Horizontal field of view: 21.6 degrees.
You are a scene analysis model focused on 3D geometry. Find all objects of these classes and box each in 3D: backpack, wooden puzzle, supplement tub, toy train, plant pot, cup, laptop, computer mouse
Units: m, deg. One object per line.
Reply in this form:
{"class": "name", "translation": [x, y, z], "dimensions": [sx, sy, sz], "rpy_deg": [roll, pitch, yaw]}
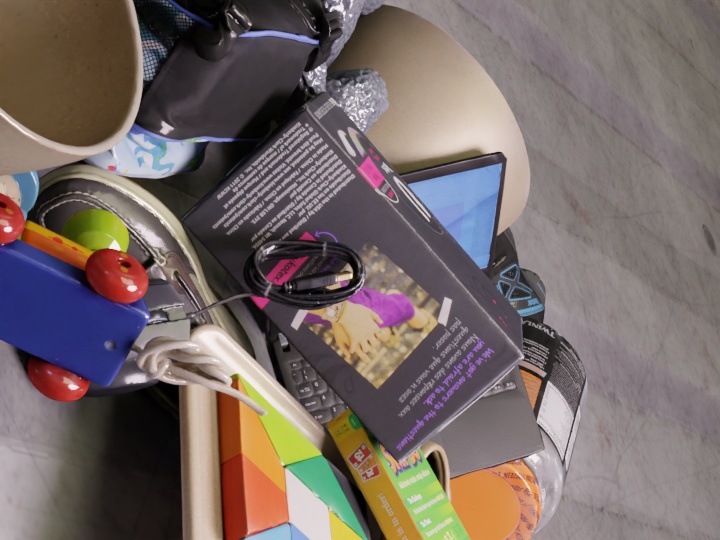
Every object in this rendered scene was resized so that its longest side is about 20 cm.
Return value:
{"class": "backpack", "translation": [-0.143, -0.153, 1.106], "dimensions": [0.200, 0.147, 0.183], "rpy_deg": [43, 18, 11]}
{"class": "wooden puzzle", "translation": [-0.038, 0.148, 1.076], "dimensions": [0.185, 0.037, 0.200], "rpy_deg": [47, 26, -34]}
{"class": "supplement tub", "translation": [0.104, 0.129, 1.454], "dimensions": [0.123, 0.122, 0.200], "rpy_deg": [61, 25, -17]}
{"class": "toy train", "translation": [-0.140, 0.010, 1.012], "dimensions": [0.199, 0.085, 0.116], "rpy_deg": [26, 25, -17]}
{"class": "plant pot", "translation": [0.004, -0.072, 1.369], "dimensions": [0.134, 0.200, 0.201], "rpy_deg": [-41, 111, -29]}
{"class": "cup", "translation": [-0.224, -0.126, 0.938], "dimensions": [0.200, 0.143, 0.201], "rpy_deg": [47, 32, -41]}
{"class": "laptop", "translation": [0.037, 0.043, 1.296], "dimensions": [0.103, 0.176, 0.201], "rpy_deg": [138, -64, -67]}
{"class": "computer mouse", "translation": [-0.091, 0.021, 1.066], "dimensions": [0.034, 0.199, 0.059], "rpy_deg": [110, -41, -69]}

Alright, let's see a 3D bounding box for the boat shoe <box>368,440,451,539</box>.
{"class": "boat shoe", "translation": [0.033, 0.209, 1.255], "dimensions": [0.074, 0.066, 0.201], "rpy_deg": [-6, 90, -49]}

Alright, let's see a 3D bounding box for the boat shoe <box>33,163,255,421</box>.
{"class": "boat shoe", "translation": [-0.124, 0.022, 1.117], "dimensions": [0.201, 0.072, 0.066], "rpy_deg": [55, 21, -37]}

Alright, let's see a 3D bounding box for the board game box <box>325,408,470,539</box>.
{"class": "board game box", "translation": [0.042, 0.164, 1.168], "dimensions": [0.201, 0.030, 0.095], "rpy_deg": [63, 14, 22]}

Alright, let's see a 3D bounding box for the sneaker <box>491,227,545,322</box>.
{"class": "sneaker", "translation": [0.110, 0.014, 1.628], "dimensions": [0.200, 0.073, 0.082], "rpy_deg": [41, 37, -45]}

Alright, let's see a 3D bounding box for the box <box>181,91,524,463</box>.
{"class": "box", "translation": [0.000, 0.000, 1.166], "dimensions": [0.200, 0.106, 0.122], "rpy_deg": [49, 10, -5]}

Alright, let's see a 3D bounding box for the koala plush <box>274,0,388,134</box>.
{"class": "koala plush", "translation": [-0.023, -0.215, 1.277], "dimensions": [0.200, 0.177, 0.184], "rpy_deg": [-40, 139, -26]}
